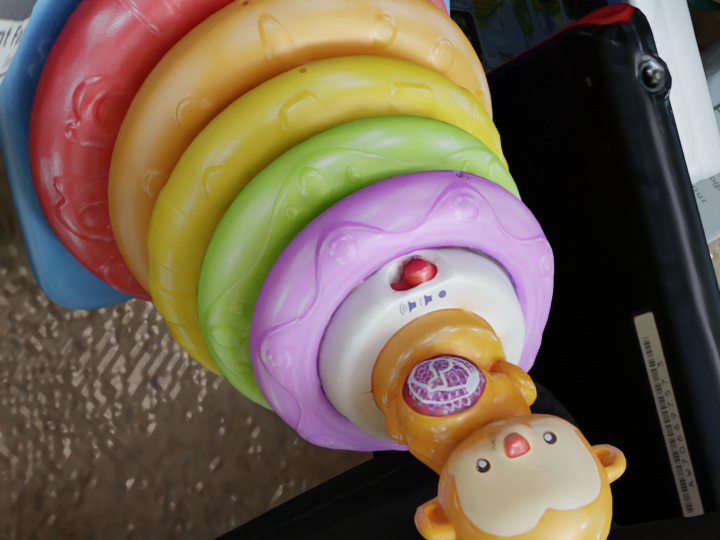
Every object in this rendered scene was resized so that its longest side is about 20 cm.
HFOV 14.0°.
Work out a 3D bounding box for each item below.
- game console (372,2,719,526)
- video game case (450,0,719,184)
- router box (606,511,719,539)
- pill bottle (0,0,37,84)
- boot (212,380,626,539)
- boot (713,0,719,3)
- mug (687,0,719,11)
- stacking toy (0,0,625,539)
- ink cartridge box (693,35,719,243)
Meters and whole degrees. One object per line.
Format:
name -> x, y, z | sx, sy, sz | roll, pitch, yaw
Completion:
game console -> 0.053, 0.047, 0.752 | 0.031, 0.177, 0.201 | -12, 84, -28
video game case -> 0.033, -0.125, 0.770 | 0.017, 0.143, 0.201 | -20, 105, -19
router box -> 0.049, 0.148, 0.645 | 0.062, 0.149, 0.201 | -87, 164, -51
pill bottle -> -0.132, -0.051, 0.615 | 0.113, 0.113, 0.201 | 18, 101, -39
boot -> -0.001, 0.129, 0.714 | 0.165, 0.199, 0.066 | 50, 23, -29
boot -> 0.118, -0.078, 0.679 | 0.199, 0.075, 0.074 | 12, 105, -11
mug -> 0.105, -0.144, 0.821 | 0.114, 0.152, 0.185 | -46, 119, -26
stacking toy -> 0.000, 0.000, 0.640 | 0.116, 0.200, 0.110 | -17, 130, -15
ink cartridge box -> 0.168, -0.084, 0.843 | 0.160, 0.200, 0.047 | -39, 94, -29
